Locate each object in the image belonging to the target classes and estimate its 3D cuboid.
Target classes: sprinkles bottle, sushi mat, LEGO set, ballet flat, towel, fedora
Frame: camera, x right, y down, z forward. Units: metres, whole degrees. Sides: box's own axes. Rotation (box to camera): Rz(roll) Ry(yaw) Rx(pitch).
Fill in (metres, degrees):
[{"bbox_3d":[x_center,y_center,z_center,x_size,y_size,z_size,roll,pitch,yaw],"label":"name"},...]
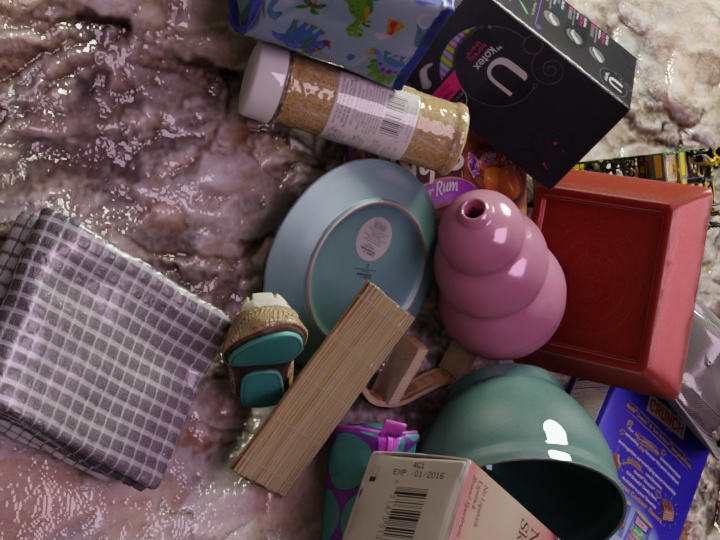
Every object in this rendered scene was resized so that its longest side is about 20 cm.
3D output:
[{"bbox_3d":[-0.006,-0.142,1.437,0.198,0.068,0.069,16,75,-14],"label":"sprinkles bottle"},{"bbox_3d":[-0.031,0.106,1.404,0.201,0.012,0.096,-54,148,0],"label":"sushi mat"},{"bbox_3d":[0.275,-0.057,1.658,0.153,0.198,0.117,-12,96,-61],"label":"LEGO set"},{"bbox_3d":[-0.083,0.056,1.342,0.070,0.200,0.066,-3,70,-11],"label":"ballet flat"},{"bbox_3d":[-0.207,0.066,1.281,0.199,0.085,0.167,32,67,-35],"label":"towel"},{"bbox_3d":[0.343,0.089,1.694,0.200,0.090,0.177,51,11,6],"label":"fedora"}]

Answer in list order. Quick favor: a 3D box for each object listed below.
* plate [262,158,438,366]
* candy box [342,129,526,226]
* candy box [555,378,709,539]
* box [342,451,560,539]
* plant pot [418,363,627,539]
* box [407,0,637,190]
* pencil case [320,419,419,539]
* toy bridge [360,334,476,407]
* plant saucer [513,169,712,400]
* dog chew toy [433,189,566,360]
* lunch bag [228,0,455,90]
[{"bbox_3d":[0.000,0.000,1.460,0.199,0.025,0.202,-16,118,-33],"label":"plate"},{"bbox_3d":[0.073,-0.097,1.559,0.199,0.056,0.118,7,82,-42],"label":"candy box"},{"bbox_3d":[0.264,0.220,1.685,0.169,0.077,0.201,42,62,-29],"label":"candy box"},{"bbox_3d":[0.083,0.256,1.391,0.200,0.108,0.129,43,57,-42],"label":"box"},{"bbox_3d":[0.140,0.173,1.525,0.200,0.200,0.135,31,40,-35],"label":"plant pot"},{"bbox_3d":[0.145,-0.194,1.531,0.199,0.122,0.106,35,35,-12],"label":"box"},{"bbox_3d":[0.004,0.236,1.447,0.084,0.092,0.202,8,78,-14],"label":"pencil case"},{"bbox_3d":[0.035,0.093,1.508,0.199,0.027,0.068,10,113,-52],"label":"toy bridge"},{"bbox_3d":[0.228,0.007,1.567,0.037,0.199,0.202,6,94,-47],"label":"plant saucer"},{"bbox_3d":[0.121,-0.002,1.504,0.125,0.123,0.200,-65,154,-24],"label":"dog chew toy"},{"bbox_3d":[-0.025,-0.274,1.422,0.169,0.128,0.201,17,44,-25],"label":"lunch bag"}]
